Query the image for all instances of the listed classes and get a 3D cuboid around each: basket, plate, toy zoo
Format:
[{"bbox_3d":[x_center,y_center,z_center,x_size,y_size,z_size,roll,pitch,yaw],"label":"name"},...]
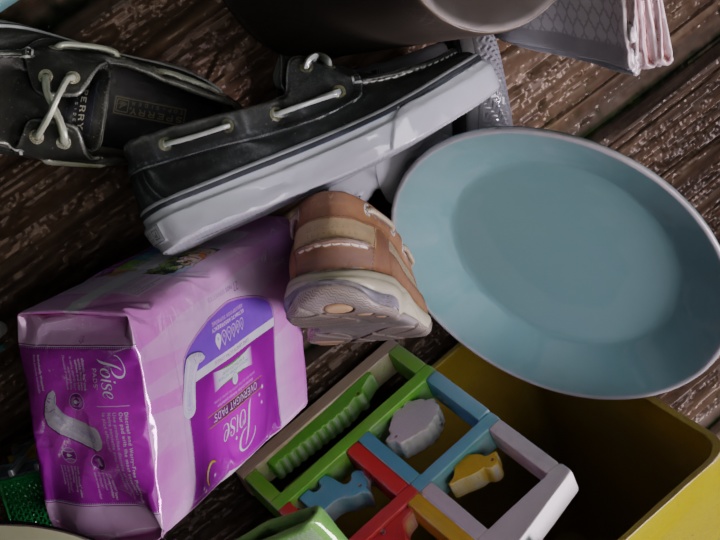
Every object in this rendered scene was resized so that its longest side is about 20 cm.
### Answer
[{"bbox_3d":[0.014,-0.188,0.786,0.135,0.200,0.182,-20,111,-24],"label":"basket"},{"bbox_3d":[0.112,-0.006,0.849,0.201,0.199,0.026,55,46,-28],"label":"plate"},{"bbox_3d":[0.032,0.128,0.876,0.131,0.200,0.021,-39,133,-14],"label":"toy zoo"}]

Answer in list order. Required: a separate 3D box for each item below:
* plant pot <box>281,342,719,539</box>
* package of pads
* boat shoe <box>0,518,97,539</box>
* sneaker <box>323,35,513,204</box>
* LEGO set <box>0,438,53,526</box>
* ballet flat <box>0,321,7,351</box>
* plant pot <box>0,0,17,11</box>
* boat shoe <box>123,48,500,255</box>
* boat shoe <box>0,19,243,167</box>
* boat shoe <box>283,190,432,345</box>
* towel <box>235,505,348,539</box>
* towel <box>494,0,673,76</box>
[{"bbox_3d":[0.103,0.180,0.945,0.200,0.200,0.177,-38,130,-16],"label":"plant pot"},{"bbox_3d":[-0.094,0.051,0.803,0.200,0.075,0.122,-38,124,-64],"label":"package of pads"},{"bbox_3d":[-0.175,0.150,0.735,0.199,0.063,0.074,9,93,4],"label":"boat shoe"},{"bbox_3d":[0.036,-0.057,0.904,0.114,0.076,0.201,-9,141,5],"label":"sneaker"},{"bbox_3d":[-0.189,0.168,0.832,0.153,0.116,0.201,-21,100,8],"label":"LEGO set"},{"bbox_3d":[-0.276,0.055,0.767,0.199,0.069,0.070,-29,115,-20],"label":"ballet flat"},{"bbox_3d":[-0.241,-0.162,0.689,0.199,0.141,0.143,-26,114,-30],"label":"plant pot"},{"bbox_3d":[-0.026,-0.078,0.778,0.199,0.072,0.071,-24,91,-10],"label":"boat shoe"},{"bbox_3d":[-0.152,-0.090,0.795,0.198,0.064,0.071,2,101,-30],"label":"boat shoe"},{"bbox_3d":[0.000,0.000,0.847,0.075,0.200,0.073,-4,81,2],"label":"boat shoe"},{"bbox_3d":[-0.026,0.211,0.792,0.148,0.031,0.201,-27,117,18],"label":"towel"},{"bbox_3d":[0.083,-0.208,0.821,0.032,0.200,0.193,-24,115,-20],"label":"towel"}]
